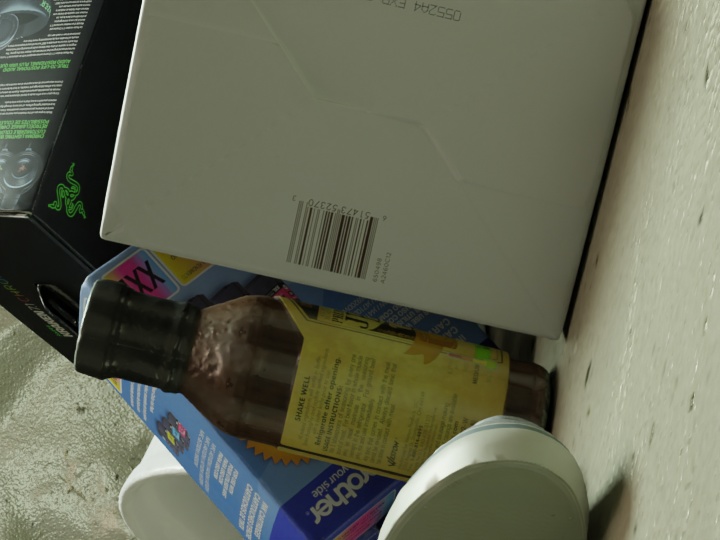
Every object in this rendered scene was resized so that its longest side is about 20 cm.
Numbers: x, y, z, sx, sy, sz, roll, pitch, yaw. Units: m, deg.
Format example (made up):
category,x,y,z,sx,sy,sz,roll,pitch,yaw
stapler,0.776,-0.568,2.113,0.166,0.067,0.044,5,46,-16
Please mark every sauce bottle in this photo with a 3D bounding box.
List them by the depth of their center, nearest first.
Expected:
category,x,y,z,sx,sy,sz,roll,pitch,yaw
sauce bottle,-0.020,0.046,0.787,0.065,0.198,0.065,-166,90,-87

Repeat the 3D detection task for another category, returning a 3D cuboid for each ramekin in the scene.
category,x,y,z,sx,sy,sz,roll,pitch,yaw
ramekin,-0.053,0.146,1.258,0.201,0.198,0.098,106,-176,-59

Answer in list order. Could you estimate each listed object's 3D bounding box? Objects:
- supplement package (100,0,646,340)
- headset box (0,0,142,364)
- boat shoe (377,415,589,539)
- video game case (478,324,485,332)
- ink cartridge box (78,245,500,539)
category,x,y,z,sx,sy,sz,roll,pitch,yaw
supplement package,0.004,-0.077,0.804,0.111,0.198,0.157,-87,10,-75
headset box,-0.133,-0.060,0.973,0.174,0.092,0.202,49,-131,-50
boat shoe,0.037,0.100,0.680,0.202,0.069,0.072,101,177,-53
video game case,0.050,0.095,1.088,0.200,0.018,0.145,-86,7,-73
ink cartridge box,-0.019,0.054,0.877,0.136,0.200,0.077,-37,-16,-23
